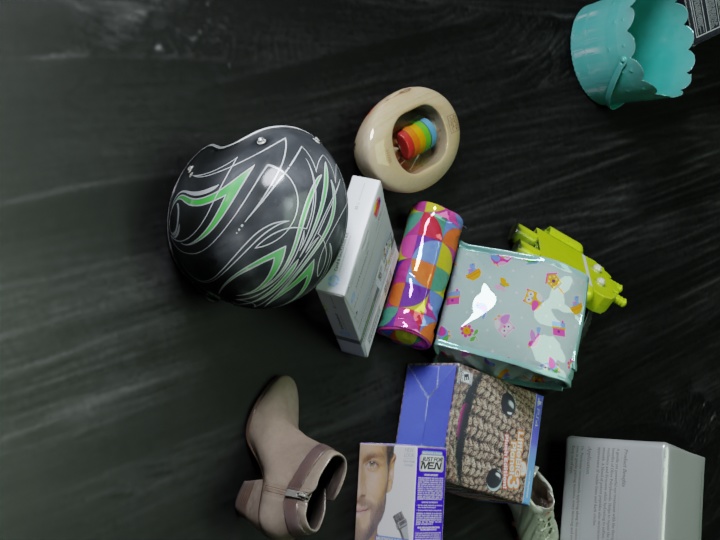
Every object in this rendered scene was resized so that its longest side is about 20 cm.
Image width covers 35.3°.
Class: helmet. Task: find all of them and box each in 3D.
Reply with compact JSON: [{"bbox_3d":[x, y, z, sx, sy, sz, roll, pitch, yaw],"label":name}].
[{"bbox_3d":[-0.108,-0.058,1.277,0.199,0.189,0.203,4,84,-45],"label":"helmet"}]

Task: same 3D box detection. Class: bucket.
[{"bbox_3d":[0.461,-0.378,1.921,0.206,0.134,0.210,5,83,-44],"label":"bucket"}]

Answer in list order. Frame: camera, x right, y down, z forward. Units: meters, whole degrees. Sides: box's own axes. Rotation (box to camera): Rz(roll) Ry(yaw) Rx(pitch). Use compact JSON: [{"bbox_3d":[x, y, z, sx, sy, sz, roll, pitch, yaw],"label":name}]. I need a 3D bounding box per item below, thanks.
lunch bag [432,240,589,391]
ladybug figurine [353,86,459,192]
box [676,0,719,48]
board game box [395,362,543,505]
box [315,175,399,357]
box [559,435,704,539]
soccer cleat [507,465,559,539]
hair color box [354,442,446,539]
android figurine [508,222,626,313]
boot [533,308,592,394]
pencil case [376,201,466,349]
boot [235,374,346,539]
[{"bbox_3d":[0.214,0.067,1.584,0.122,0.198,0.172,82,21,-68],"label":"lunch bag"},{"bbox_3d":[0.060,-0.176,1.542,0.199,0.071,0.137,-27,105,-43],"label":"ladybug figurine"},{"bbox_3d":[0.580,-0.514,2.061,0.198,0.122,0.202,-26,107,-42],"label":"box"},{"bbox_3d":[0.152,0.230,1.582,0.199,0.096,0.161,23,71,-42],"label":"board game box"},{"bbox_3d":[0.000,0.000,1.417,0.200,0.041,0.157,73,32,-65],"label":"box"},{"bbox_3d":[0.430,0.375,1.780,0.199,0.170,0.201,22,70,-53],"label":"box"},{"bbox_3d":[0.263,0.360,1.691,0.069,0.077,0.201,-53,127,-34],"label":"soccer cleat"},{"bbox_3d":[0.049,0.327,1.461,0.064,0.109,0.203,13,77,-42],"label":"hair color box"},{"bbox_3d":[0.318,-0.002,1.728,0.199,0.041,0.182,28,25,-7],"label":"android figurine"},{"bbox_3d":[0.276,0.068,1.734,0.158,0.079,0.213,41,60,-35],"label":"boot"},{"bbox_3d":[0.083,0.006,1.543,0.088,0.088,0.202,34,64,-38],"label":"pencil case"},{"bbox_3d":[-0.073,0.218,1.320,0.070,0.145,0.202,29,66,-37],"label":"boot"}]
